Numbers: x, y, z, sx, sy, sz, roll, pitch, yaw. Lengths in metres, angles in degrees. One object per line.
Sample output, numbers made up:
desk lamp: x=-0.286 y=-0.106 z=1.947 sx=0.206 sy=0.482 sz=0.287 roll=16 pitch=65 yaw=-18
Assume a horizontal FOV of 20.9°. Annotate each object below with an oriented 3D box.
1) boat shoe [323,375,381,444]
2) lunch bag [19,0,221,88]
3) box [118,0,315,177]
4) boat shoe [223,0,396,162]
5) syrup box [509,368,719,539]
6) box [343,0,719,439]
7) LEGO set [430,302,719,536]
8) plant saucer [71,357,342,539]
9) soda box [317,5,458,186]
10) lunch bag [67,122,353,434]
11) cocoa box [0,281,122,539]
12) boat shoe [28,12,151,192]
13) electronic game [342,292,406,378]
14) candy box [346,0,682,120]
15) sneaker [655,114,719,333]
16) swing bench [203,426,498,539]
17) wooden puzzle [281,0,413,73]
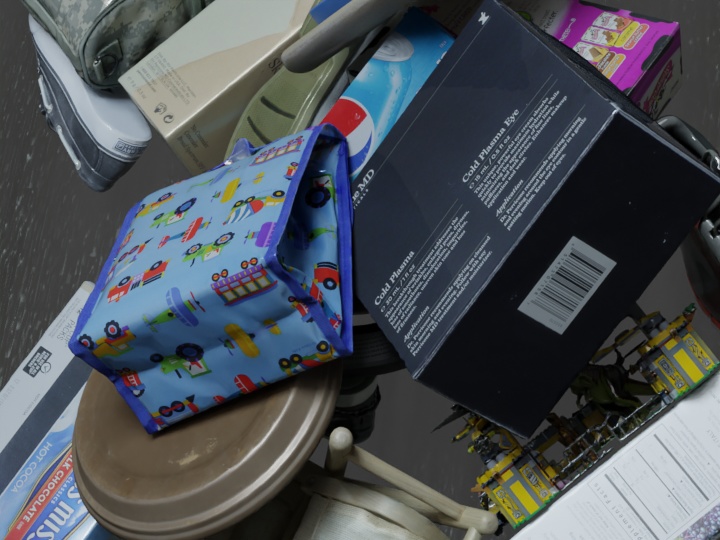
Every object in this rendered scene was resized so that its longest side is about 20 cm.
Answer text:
boat shoe: x=-0.072 y=0.064 z=1.403 sx=0.200 sy=0.061 sz=0.075 roll=31 pitch=49 yaw=33
lunch bag: x=-0.193 y=-0.246 z=1.540 sx=0.167 sy=0.140 sz=0.200 roll=-27 pitch=57 yaw=-20
box: x=-0.075 y=-0.164 z=1.503 sx=0.200 sy=0.095 sz=0.078 roll=-40 pitch=58 yaw=-1
boat shoe: x=-0.029 y=-0.125 z=1.448 sx=0.200 sy=0.068 sz=0.075 roll=-56 pitch=41 yaw=14
syrup box: x=0.185 y=0.152 z=1.246 sx=0.200 sy=0.079 sz=0.082 roll=-39 pitch=75 yaw=-2
box: x=0.092 y=-0.036 z=1.207 sx=0.200 sy=0.104 sz=0.182 roll=-53 pitch=35 yaw=12
LEGO set: x=0.129 y=0.068 z=1.274 sx=0.200 sy=0.154 sz=0.116 roll=-40 pitch=85 yaw=10
plant saucer: x=-0.104 y=0.080 z=1.242 sx=0.199 sy=0.029 sz=0.201 roll=-19 pitch=47 yaw=21
soda box: x=0.007 y=-0.074 z=1.312 sx=0.064 sy=0.068 sz=0.200 roll=44 pitch=101 yaw=28
lunch bag: x=-0.086 y=-0.018 z=1.237 sx=0.150 sy=0.094 sz=0.201 roll=-22 pitch=37 yaw=22
cocoa box: x=-0.181 y=0.139 z=1.362 sx=0.131 sy=0.133 sz=0.200 roll=31 pitch=77 yaw=29
boat shoe: x=-0.228 y=-0.141 z=1.565 sx=0.068 sy=0.072 sz=0.200 roll=-52 pitch=49 yaw=24
electronic game: x=0.000 y=0.000 z=1.396 sx=0.199 sy=0.042 sz=0.201 roll=-5 pitch=43 yaw=5
candy box: x=0.109 y=-0.136 z=1.383 sx=0.199 sy=0.061 sz=0.136 roll=19 pitch=51 yaw=28
sneaker: x=0.244 y=-0.025 z=1.322 sx=0.077 sy=0.082 sz=0.200 roll=-34 pitch=58 yaw=0
swing bench: x=-0.038 y=0.217 z=1.259 sx=0.129 sy=0.200 sz=0.200 roll=31 pitch=75 yaw=-13
wooden puzzle: x=0.049 y=-0.215 z=1.323 sx=0.200 sy=0.185 sz=0.046 roll=-34 pitch=95 yaw=-27
